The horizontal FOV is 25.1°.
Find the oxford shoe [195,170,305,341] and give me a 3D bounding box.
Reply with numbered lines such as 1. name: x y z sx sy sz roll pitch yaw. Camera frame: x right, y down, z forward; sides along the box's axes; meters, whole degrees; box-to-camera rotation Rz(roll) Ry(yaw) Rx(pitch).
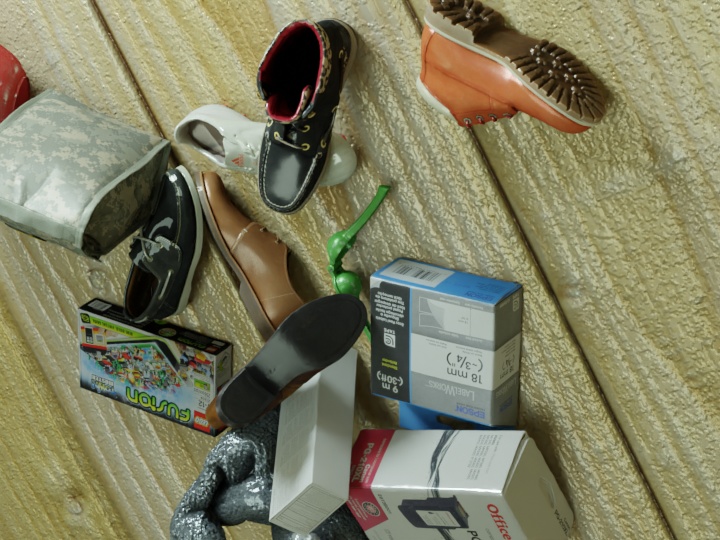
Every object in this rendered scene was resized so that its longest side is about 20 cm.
1. oxford shoe: -0.116 -0.026 1.735 0.071 0.071 0.201 -29 86 2

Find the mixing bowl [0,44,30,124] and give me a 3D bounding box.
1. mixing bowl: -0.433 -0.181 1.803 0.108 0.200 0.201 10 120 -3

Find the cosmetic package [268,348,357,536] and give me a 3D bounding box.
1. cosmetic package: -0.047 0.170 1.688 0.051 0.200 0.083 28 131 -23

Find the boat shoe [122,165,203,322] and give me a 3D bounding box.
1. boat shoe: -0.218 -0.024 1.771 0.072 0.067 0.201 50 138 37

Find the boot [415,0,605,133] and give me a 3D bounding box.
1. boot: 0.135 -0.167 1.501 0.200 0.075 0.108 36 129 25

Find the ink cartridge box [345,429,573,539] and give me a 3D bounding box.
1. ink cartridge box: 0.098 0.240 1.662 0.199 0.084 0.145 -3 133 33

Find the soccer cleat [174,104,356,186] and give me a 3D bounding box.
1. soccer cleat: -0.099 -0.123 1.661 0.199 0.078 0.070 17 119 26

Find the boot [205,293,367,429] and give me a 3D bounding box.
1. boot: -0.080 0.102 1.699 0.068 0.188 0.200 42 170 -1

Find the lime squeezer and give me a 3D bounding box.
1. lime squeezer: 0.000 0.000 1.683 0.070 0.038 0.201 4 113 11

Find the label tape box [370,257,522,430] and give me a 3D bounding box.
1. label tape box: 0.086 0.101 1.650 0.144 0.063 0.201 13 116 29

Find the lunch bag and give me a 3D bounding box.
1. lunch bag: -0.322 -0.091 1.731 0.164 0.200 0.118 24 122 12

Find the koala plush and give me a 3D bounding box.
1. koala plush: -0.068 0.261 1.758 0.200 0.177 0.184 36 114 19

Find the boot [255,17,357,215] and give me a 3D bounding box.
1. boot: -0.063 -0.150 1.547 0.073 0.151 0.201 22 97 7

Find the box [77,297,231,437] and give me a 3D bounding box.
1. box: -0.241 0.112 1.884 0.199 0.035 0.110 16 119 26
